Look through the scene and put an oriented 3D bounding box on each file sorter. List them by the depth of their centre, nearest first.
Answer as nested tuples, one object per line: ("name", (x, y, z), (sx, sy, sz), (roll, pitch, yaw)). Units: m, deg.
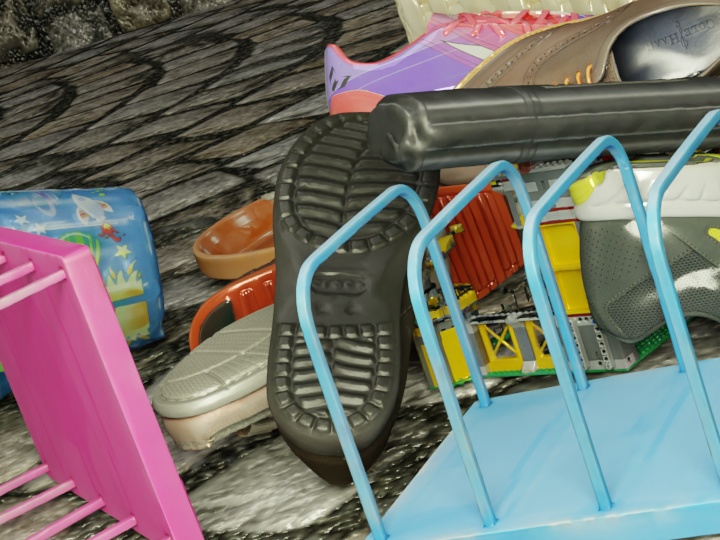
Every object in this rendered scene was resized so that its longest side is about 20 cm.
("file sorter", (0.096, 0.020, 0.727), (0.199, 0.123, 0.139), (-12, 16, 27))
("file sorter", (-0.181, 0.071, 0.873), (0.125, 0.140, 0.200), (-26, 15, -22))

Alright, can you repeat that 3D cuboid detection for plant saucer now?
("plant saucer", (-0.013, -0.035, 1.284), (0.199, 0.032, 0.200), (-18, 13, 4))

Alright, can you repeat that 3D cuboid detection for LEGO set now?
("LEGO set", (0.103, -0.033, 0.928), (0.199, 0.116, 0.153), (-28, 16, -34))

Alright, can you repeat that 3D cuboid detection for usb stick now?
("usb stick", (0.099, -0.064, 0.823), (0.199, 0.033, 0.055), (-6, 7, -23))

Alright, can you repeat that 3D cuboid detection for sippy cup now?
("sippy cup", (-0.190, 0.007, 1.180), (0.130, 0.179, 0.140), (-11, -32, -11))

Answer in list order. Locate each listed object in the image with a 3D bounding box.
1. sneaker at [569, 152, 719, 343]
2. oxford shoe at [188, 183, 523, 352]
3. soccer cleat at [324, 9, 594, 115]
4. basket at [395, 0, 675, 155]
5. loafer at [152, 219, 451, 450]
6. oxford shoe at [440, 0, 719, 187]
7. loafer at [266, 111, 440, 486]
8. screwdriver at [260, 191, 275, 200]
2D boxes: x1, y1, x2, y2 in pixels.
("sneaker", (0.186, -0.007, 0.827), (0.199, 0.085, 0.074), (1, 8, 1))
("oxford shoe", (0.000, 0.000, 1.052), (0.199, 0.072, 0.073), (-20, 8, -2))
("soccer cleat", (0.077, -0.119, 1.086), (0.199, 0.074, 0.068), (-18, 3, 3))
("basket", (0.145, -0.159, 1.200), (0.197, 0.201, 0.161), (-12, 17, 27))
("loafer", (-0.016, 0.041, 0.942), (0.072, 0.063, 0.200), (1, 27, 42))
("oxford shoe", (0.113, -0.098, 1.012), (0.199, 0.072, 0.073), (-29, 5, 14))
("loafer", (-0.008, 0.010, 0.869), (0.073, 0.072, 0.201), (8, 50, 6))
("screwdriver", (0.039, -0.053, 1.092), (0.199, 0.029, 0.028), (-12, 47, 19))
